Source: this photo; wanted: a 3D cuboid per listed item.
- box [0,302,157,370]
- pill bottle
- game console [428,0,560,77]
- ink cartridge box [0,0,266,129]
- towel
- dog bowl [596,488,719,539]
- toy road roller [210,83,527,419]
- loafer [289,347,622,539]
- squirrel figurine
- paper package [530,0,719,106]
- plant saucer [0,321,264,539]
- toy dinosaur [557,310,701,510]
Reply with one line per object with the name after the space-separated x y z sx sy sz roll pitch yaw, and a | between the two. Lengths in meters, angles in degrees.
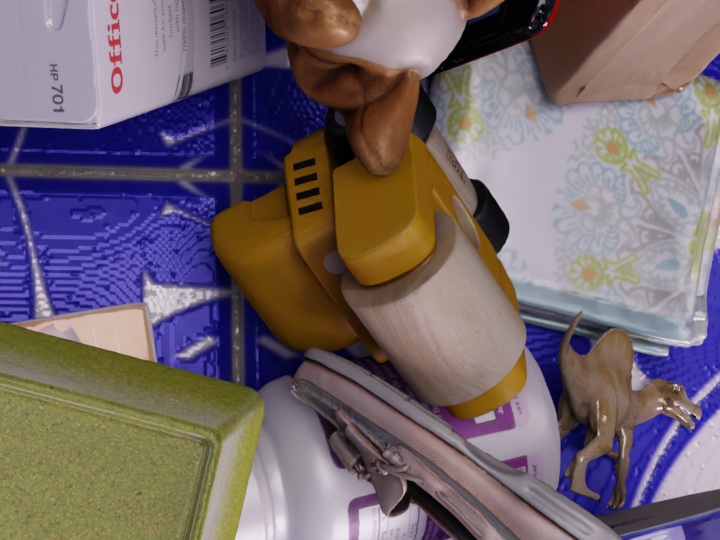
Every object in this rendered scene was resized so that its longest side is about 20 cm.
-0.207 0.109 1.277 0.199 0.106 0.153 -10 88 -19 | box
0.003 0.105 1.343 0.199 0.112 0.113 -12 89 -19 | pill bottle
0.036 -0.214 1.335 0.118 0.200 0.173 18 80 -19 | game console
-0.129 -0.163 1.263 0.085 0.200 0.147 4 105 24 | ink cartridge box
0.127 -0.051 1.435 0.199 0.048 0.172 14 77 -16 | towel
0.152 0.179 1.338 0.199 0.200 0.079 -13 86 -19 | dog bowl
0.000 0.000 1.296 0.146 0.200 0.123 -28 123 13 | toy road roller
0.039 0.113 1.238 0.199 0.072 0.063 31 82 17 | loafer
-0.035 -0.181 1.228 0.186 0.200 0.142 31 107 -33 | squirrel figurine
0.155 -0.222 1.356 0.103 0.191 0.201 -10 75 -21 | paper package
-0.155 0.133 1.210 0.199 0.048 0.201 16 80 -17 | plant saucer
0.133 0.079 1.390 0.200 0.058 0.102 29 79 -57 | toy dinosaur
